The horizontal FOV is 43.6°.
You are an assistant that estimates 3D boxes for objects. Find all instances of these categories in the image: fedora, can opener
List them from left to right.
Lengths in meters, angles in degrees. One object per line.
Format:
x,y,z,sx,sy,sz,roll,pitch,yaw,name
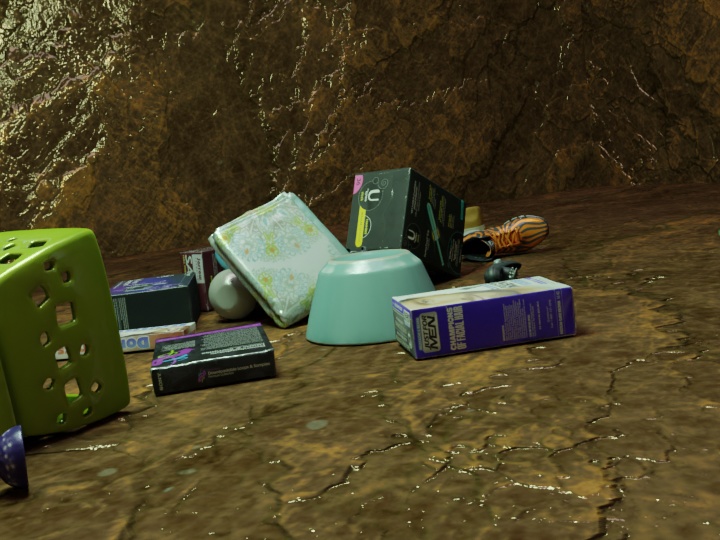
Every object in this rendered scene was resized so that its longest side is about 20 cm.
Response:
0.267,-0.124,2.348,0.199,0.083,0.201,-7,7,1,fedora
0.219,0.011,1.375,0.078,0.064,0.200,-4,8,24,can opener

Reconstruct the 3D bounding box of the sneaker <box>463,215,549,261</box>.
0.295,-0.057,1.872,0.199,0.078,0.112,-16,8,15,sneaker

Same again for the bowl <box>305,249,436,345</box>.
0.018,0.030,1.242,0.199,0.106,0.201,-6,6,1,bowl

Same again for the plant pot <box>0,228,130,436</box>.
-0.375,0.076,0.894,0.198,0.202,0.181,-3,14,25,plant pot

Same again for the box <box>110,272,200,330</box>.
-0.344,0.057,1.493,0.140,0.080,0.200,-5,7,-7,box

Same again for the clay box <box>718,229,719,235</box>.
0.809,-0.098,1.765,0.198,0.048,0.115,-3,7,21,clay box

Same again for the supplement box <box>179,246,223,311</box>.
-0.244,0.004,1.690,0.061,0.110,0.199,-1,8,34,supplement box

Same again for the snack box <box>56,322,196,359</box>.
-0.346,0.104,1.319,0.198,0.025,0.072,-7,6,4,snack box

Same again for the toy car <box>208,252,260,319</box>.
-0.160,-0.005,1.507,0.198,0.151,0.175,-5,7,13,toy car

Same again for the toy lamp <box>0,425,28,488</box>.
-0.365,0.167,0.697,0.199,0.059,0.058,-8,7,-22,toy lamp

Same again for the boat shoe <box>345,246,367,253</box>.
0.000,0.000,1.557,0.070,0.092,0.200,-6,7,6,boat shoe

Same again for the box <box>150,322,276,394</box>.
-0.184,0.105,1.110,0.142,0.036,0.200,-9,6,-10,box

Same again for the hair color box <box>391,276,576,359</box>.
0.147,0.054,1.092,0.198,0.065,0.109,-9,8,-9,hair color box

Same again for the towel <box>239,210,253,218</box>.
-0.155,-0.027,1.616,0.199,0.035,0.132,32,-39,-25,towel

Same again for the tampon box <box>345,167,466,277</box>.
0.086,-0.080,1.637,0.126,0.151,0.199,-2,-16,37,tampon box

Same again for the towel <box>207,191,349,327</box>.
-0.117,-0.020,1.411,0.171,0.200,0.048,-32,-20,-32,towel
